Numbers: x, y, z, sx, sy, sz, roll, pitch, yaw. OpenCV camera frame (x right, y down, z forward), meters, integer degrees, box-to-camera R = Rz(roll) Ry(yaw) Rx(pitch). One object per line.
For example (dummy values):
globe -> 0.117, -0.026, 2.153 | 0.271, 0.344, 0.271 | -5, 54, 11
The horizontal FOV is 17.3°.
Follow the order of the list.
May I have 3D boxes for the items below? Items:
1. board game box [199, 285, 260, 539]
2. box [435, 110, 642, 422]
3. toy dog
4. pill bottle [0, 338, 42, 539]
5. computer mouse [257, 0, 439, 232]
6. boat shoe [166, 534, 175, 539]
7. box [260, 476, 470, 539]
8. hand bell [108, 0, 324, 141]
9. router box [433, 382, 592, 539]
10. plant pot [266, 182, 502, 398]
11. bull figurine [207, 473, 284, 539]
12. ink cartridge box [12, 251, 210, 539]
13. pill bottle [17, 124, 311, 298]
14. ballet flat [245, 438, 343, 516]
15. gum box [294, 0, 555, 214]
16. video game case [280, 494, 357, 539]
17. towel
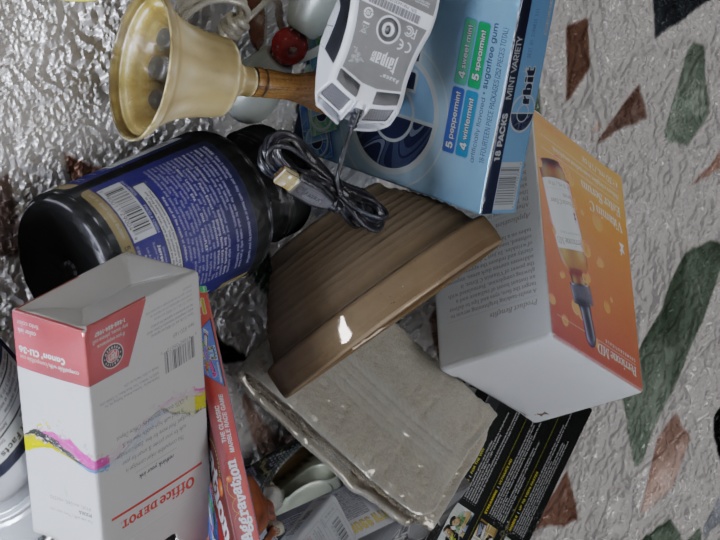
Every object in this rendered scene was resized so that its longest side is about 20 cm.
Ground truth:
board game box -> -0.100, 0.123, 1.625 | 0.019, 0.201, 0.103 | -7, 157, -15
box -> 0.141, -0.001, 1.925 | 0.152, 0.106, 0.202 | 30, 49, -50
toy dog -> -0.037, -0.208, 1.720 | 0.199, 0.097, 0.132 | -31, 124, 10
pill bottle -> -0.270, 0.090, 1.556 | 0.111, 0.111, 0.200 | -51, 128, -20
computer mouse -> 0.000, -0.136, 1.657 | 0.109, 0.044, 0.201 | 23, 85, -29
boat shoe -> -0.191, 0.146, 1.718 | 0.200, 0.071, 0.063 | 37, 82, -42
box -> -0.021, 0.232, 1.899 | 0.199, 0.048, 0.159 | -20, 152, -42
hand bell -> -0.067, -0.130, 1.668 | 0.199, 0.104, 0.105 | 7, 101, -30
router box -> 0.110, 0.175, 2.068 | 0.149, 0.051, 0.201 | 38, 75, -47
plant pot -> 0.000, 0.000, 1.749 | 0.200, 0.201, 0.093 | -33, 87, -35
bull figurine -> -0.121, 0.130, 1.734 | 0.065, 0.201, 0.121 | -34, 156, 9
ink cartridge box -> -0.160, 0.104, 1.552 | 0.116, 0.067, 0.202 | -29, 124, -49
pill bottle -> -0.133, -0.033, 1.674 | 0.199, 0.111, 0.113 | -26, 124, -38
ballet flat -> -0.025, 0.154, 1.900 | 0.200, 0.072, 0.073 | -36, 129, -33
gum box -> 0.044, -0.149, 1.752 | 0.044, 0.199, 0.171 | -4, 108, -47
video game case -> -0.021, 0.293, 1.719 | 0.201, 0.024, 0.182 | 64, 34, -14
towel -> 0.008, 0.101, 1.858 | 0.200, 0.034, 0.133 | 43, 54, -10
